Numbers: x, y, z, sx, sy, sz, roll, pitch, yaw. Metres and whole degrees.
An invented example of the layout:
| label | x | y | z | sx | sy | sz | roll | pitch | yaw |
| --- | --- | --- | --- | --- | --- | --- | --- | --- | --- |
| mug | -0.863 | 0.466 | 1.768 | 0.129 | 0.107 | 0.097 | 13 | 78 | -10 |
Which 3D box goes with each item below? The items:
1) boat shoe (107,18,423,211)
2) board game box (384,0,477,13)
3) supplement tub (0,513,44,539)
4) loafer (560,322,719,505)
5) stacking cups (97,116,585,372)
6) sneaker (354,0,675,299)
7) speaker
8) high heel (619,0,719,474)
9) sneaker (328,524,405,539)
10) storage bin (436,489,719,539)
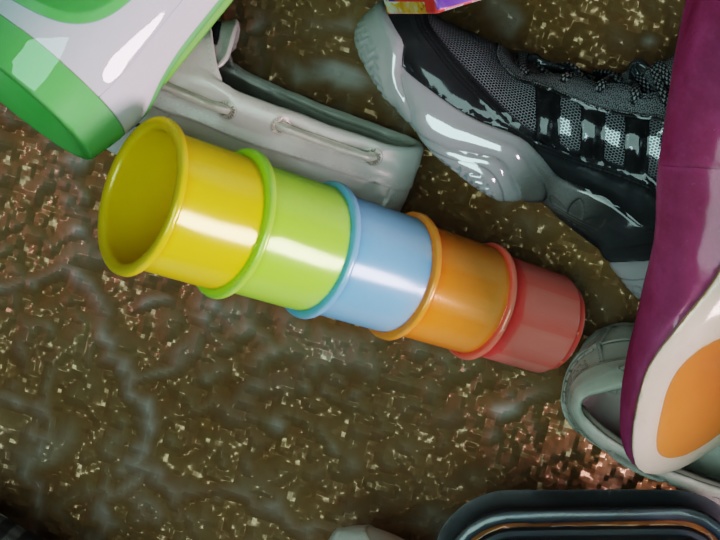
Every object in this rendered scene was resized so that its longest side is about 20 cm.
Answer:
| label | x | y | z | sx | sy | sz | roll | pitch | yaw |
| --- | --- | --- | --- | --- | --- | --- | --- | --- | --- |
| boat shoe | -0.069 | -0.072 | 1.148 | 0.199 | 0.072 | 0.066 | 30 | 103 | 2 |
| board game box | 0.061 | -0.209 | 1.064 | 0.151 | 0.046 | 0.201 | -18 | 102 | -22 |
| supplement tub | -0.127 | 0.173 | 1.197 | 0.199 | 0.107 | 0.107 | 30 | 107 | 2 |
| loafer | 0.174 | 0.071 | 1.135 | 0.199 | 0.070 | 0.070 | 12 | 105 | 7 |
| stacking cups | 0.000 | 0.000 | 1.105 | 0.199 | 0.061 | 0.061 | 19 | 109 | -30 |
| sneaker | 0.102 | -0.067 | 1.117 | 0.199 | 0.076 | 0.114 | 35 | 106 | -5 |
| speaker | -0.066 | -0.141 | 1.088 | 0.088 | 0.088 | 0.200 | 38 | 81 | 0 |
| high heel | 0.125 | -0.024 | 1.071 | 0.067 | 0.096 | 0.201 | -5 | 129 | -24 |
| sneaker | 0.083 | 0.135 | 1.174 | 0.199 | 0.075 | 0.100 | 24 | 99 | -4 |
| storage bin | 0.080 | 0.194 | 1.078 | 0.144 | 0.134 | 0.202 | 0 | 99 | 0 |
